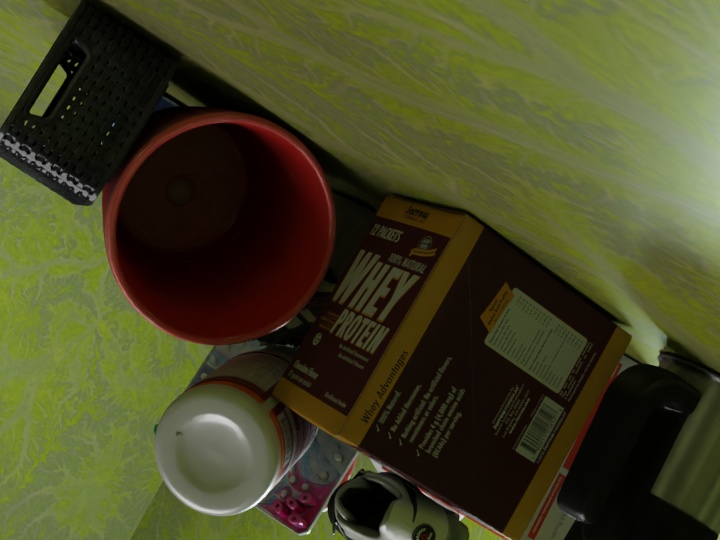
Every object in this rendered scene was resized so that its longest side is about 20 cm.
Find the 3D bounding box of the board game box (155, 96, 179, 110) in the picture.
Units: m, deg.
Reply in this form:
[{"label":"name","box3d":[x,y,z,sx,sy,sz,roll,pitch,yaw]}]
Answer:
[{"label":"board game box","box3d":[-0.171,-0.123,1.439,0.199,0.044,0.199,31,176,-8]}]

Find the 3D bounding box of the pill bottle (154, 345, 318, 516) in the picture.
[{"label":"pill bottle","box3d":[-0.097,0.132,1.219,0.109,0.110,0.200,29,-166,7]}]

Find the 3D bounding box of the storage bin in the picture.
[{"label":"storage bin","box3d":[-0.236,-0.136,1.169,0.093,0.136,0.200,33,174,-16]}]

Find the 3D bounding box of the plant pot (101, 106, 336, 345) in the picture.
[{"label":"plant pot","box3d":[-0.140,-0.055,1.214,0.200,0.201,0.177,33,-177,-27]}]

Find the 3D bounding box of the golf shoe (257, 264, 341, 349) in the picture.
[{"label":"golf shoe","box3d":[-0.054,0.032,1.260,0.198,0.089,0.077,10,-176,40]}]

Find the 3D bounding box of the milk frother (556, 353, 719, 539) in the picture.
[{"label":"milk frother","box3d":[0.274,0.186,1.105,0.199,0.190,0.180,26,174,31]}]

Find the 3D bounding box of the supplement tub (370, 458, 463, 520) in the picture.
[{"label":"supplement tub","box3d":[0.111,0.148,1.385,0.141,0.199,0.141,50,165,18]}]

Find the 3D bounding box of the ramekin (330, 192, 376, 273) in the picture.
[{"label":"ramekin","box3d":[0.000,0.000,1.377,0.201,0.095,0.202,30,174,4]}]

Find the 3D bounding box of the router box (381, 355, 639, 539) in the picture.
[{"label":"router box","box3d":[0.143,0.138,1.287,0.178,0.201,0.049,30,168,2]}]

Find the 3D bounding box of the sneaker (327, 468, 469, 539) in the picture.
[{"label":"sneaker","box3d":[0.009,0.197,1.180,0.088,0.075,0.199,33,166,-23]}]

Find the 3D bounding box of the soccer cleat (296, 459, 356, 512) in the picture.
[{"label":"soccer cleat","box3d":[-0.032,0.147,1.399,0.068,0.202,0.085,1,157,5]}]

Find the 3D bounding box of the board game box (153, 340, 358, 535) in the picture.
[{"label":"board game box","box3d":[-0.080,0.123,1.357,0.199,0.201,0.026,27,167,28]}]

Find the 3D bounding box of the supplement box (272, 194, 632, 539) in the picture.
[{"label":"supplement box","box3d":[0.074,0.078,1.146,0.199,0.199,0.132,34,174,-27]}]
